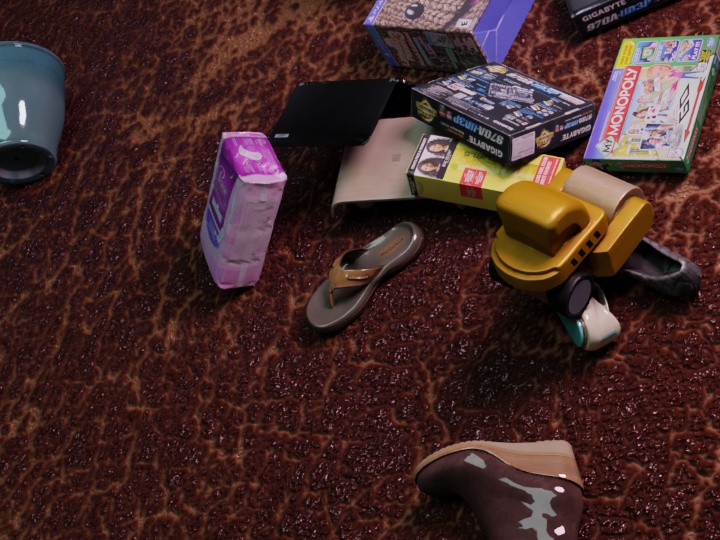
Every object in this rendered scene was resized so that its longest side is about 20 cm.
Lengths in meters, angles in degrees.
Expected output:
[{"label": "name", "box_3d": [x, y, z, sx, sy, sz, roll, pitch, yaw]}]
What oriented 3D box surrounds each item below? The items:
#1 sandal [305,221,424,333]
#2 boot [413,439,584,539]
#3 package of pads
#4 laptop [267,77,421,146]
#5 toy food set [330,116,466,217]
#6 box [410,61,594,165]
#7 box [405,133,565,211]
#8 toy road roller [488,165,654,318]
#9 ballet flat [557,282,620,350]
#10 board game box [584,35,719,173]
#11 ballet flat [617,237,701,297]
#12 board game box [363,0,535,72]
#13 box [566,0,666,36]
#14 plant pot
[{"label": "sandal", "box_3d": [0.000, 0.000, 1.689, 0.200, 0.055, 0.082, -40, 46, 1]}, {"label": "boot", "box_3d": [0.149, 0.274, 1.381, 0.199, 0.072, 0.167, -11, 50, 21]}, {"label": "package of pads", "box_3d": [-0.170, -0.084, 1.775, 0.075, 0.201, 0.121, -2, 42, -26]}, {"label": "laptop", "box_3d": [-0.007, -0.222, 1.809, 0.176, 0.199, 0.104, 4, 92, 33]}, {"label": "toy food set", "box_3d": [0.060, -0.141, 1.763, 0.199, 0.061, 0.144, -2, 56, 21]}, {"label": "box", "box_3d": [0.189, -0.216, 1.682, 0.158, 0.046, 0.200, -23, 37, -32]}, {"label": "box", "box_3d": [0.165, -0.123, 1.646, 0.199, 0.050, 0.076, 14, 60, 22]}, {"label": "toy road roller", "box_3d": [0.234, -0.058, 1.442, 0.123, 0.146, 0.200, 28, 67, 36]}, {"label": "ballet flat", "box_3d": [0.251, 0.020, 1.520, 0.069, 0.070, 0.200, -34, 48, 5]}, {"label": "board game box", "box_3d": [0.380, -0.216, 1.618, 0.134, 0.029, 0.201, 4, 61, 33]}, {"label": "ballet flat", "box_3d": [0.322, -0.024, 1.502, 0.199, 0.057, 0.067, 24, 71, 41]}, {"label": "board game box", "box_3d": [0.135, -0.388, 1.861, 0.199, 0.097, 0.160, 12, 65, 37]}, {"label": "box", "box_3d": [0.381, -0.433, 1.764, 0.199, 0.046, 0.160, -21, 49, 19]}, {"label": "plant pot", "box_3d": [-0.604, -0.262, 2.180, 0.199, 0.200, 0.189, -22, 64, 16]}]
